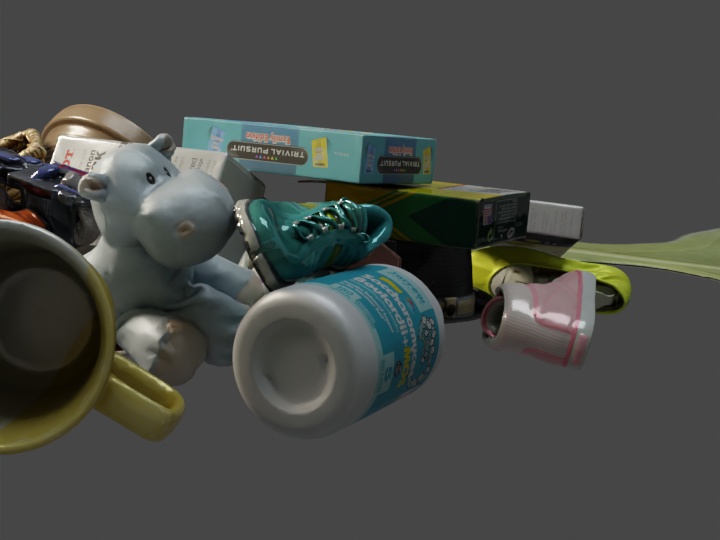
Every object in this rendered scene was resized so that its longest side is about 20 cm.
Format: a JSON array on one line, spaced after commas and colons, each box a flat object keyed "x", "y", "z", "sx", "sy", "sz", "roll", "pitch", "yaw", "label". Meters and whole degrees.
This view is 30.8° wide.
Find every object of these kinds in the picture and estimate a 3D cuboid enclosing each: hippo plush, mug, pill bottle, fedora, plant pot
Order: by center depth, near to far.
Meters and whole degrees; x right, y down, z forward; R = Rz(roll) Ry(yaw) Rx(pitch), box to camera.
[{"x": -0.226, "y": 0.056, "z": 0.905, "sx": 0.149, "sy": 0.187, "sz": 0.153, "roll": -27, "pitch": 3, "yaw": -1, "label": "mug"}, {"x": -0.005, "y": 0.055, "z": 1.003, "sx": 0.111, "sy": 0.111, "sz": 0.200, "roll": 11, "pitch": 12, "yaw": 24, "label": "pill bottle"}, {"x": -0.156, "y": -0.027, "z": 1.032, "sx": 0.200, "sy": 0.161, "sz": 0.159, "roll": 25, "pitch": 33, "yaw": 21, "label": "hippo plush"}, {"x": 0.051, "y": -0.005, "z": 1.392, "sx": 0.200, "sy": 0.092, "sz": 0.201, "roll": 6, "pitch": 10, "yaw": -1, "label": "fedora"}, {"x": -0.291, "y": -0.077, "z": 1.453, "sx": 0.200, "sy": 0.201, "sz": 0.093, "roll": 13, "pitch": 46, "yaw": 31, "label": "plant pot"}]

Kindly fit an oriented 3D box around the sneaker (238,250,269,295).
[{"x": -0.077, "y": 0.016, "z": 1.202, "sx": 0.075, "sy": 0.100, "sz": 0.200, "roll": 3, "pitch": 9, "yaw": -4, "label": "sneaker"}]

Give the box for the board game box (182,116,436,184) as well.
[{"x": -0.049, "y": -0.116, "z": 1.275, "sx": 0.200, "sy": 0.047, "sz": 0.151, "roll": 9, "pitch": 8, "yaw": 29, "label": "board game box"}]

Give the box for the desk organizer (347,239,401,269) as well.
[{"x": 0.000, "y": 0.000, "z": 1.206, "sx": 0.072, "sy": 0.077, "sz": 0.200, "roll": 6, "pitch": -11, "yaw": -1, "label": "desk organizer"}]

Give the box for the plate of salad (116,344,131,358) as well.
[{"x": -0.245, "y": 0.038, "z": 1.129, "sx": 0.199, "sy": 0.048, "sz": 0.200, "roll": 6, "pitch": 10, "yaw": -1, "label": "plate of salad"}]

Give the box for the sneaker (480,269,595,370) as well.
[{"x": 0.175, "y": 0.037, "z": 1.288, "sx": 0.104, "sy": 0.076, "sz": 0.200, "roll": 13, "pitch": 16, "yaw": 6, "label": "sneaker"}]

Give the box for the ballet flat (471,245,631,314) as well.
[{"x": 0.209, "y": 0.016, "z": 1.478, "sx": 0.199, "sy": 0.067, "sz": 0.067, "roll": 7, "pitch": 29, "yaw": -1, "label": "ballet flat"}]

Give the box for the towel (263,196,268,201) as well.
[{"x": -0.128, "y": -0.036, "z": 1.372, "sx": 0.111, "sy": 0.049, "sz": 0.200, "roll": 23, "pitch": -16, "yaw": 13, "label": "towel"}]

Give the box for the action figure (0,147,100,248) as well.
[{"x": -0.311, "y": -0.044, "z": 1.152, "sx": 0.200, "sy": 0.105, "sz": 0.193, "roll": 25, "pitch": 39, "yaw": 32, "label": "action figure"}]

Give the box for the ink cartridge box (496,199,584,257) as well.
[{"x": 0.140, "y": -0.055, "z": 1.466, "sx": 0.199, "sy": 0.047, "sz": 0.198, "roll": 7, "pitch": -3, "yaw": 4, "label": "ink cartridge box"}]

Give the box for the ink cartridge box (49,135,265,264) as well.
[{"x": -0.210, "y": -0.041, "z": 1.241, "sx": 0.200, "sy": 0.145, "sz": 0.084, "roll": 8, "pitch": -16, "yaw": 27, "label": "ink cartridge box"}]

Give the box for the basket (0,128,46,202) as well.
[{"x": -0.405, "y": -0.073, "z": 1.353, "sx": 0.142, "sy": 0.149, "sz": 0.200, "roll": 3, "pitch": 12, "yaw": -16, "label": "basket"}]

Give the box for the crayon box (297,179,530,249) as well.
[{"x": 0.052, "y": -0.061, "z": 1.299, "sx": 0.200, "sy": 0.051, "sz": 0.127, "roll": 9, "pitch": 11, "yaw": 29, "label": "crayon box"}]

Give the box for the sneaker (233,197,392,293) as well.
[{"x": -0.035, "y": -0.032, "z": 1.007, "sx": 0.080, "sy": 0.078, "sz": 0.200, "roll": -25, "pitch": -5, "yaw": 20, "label": "sneaker"}]
